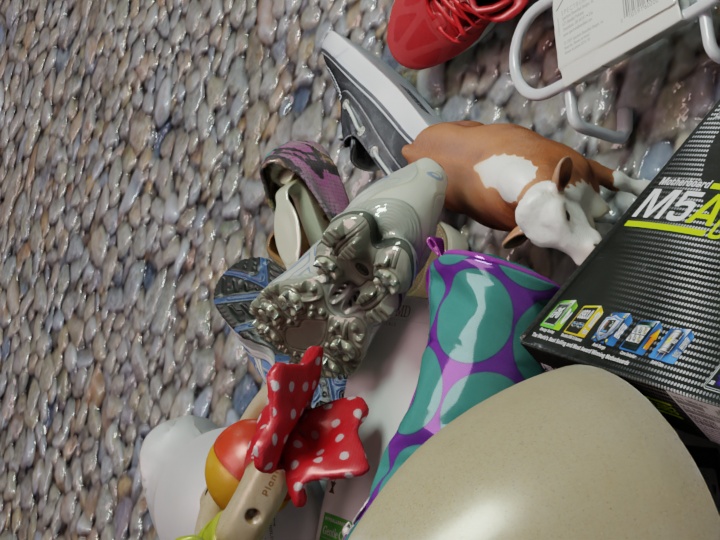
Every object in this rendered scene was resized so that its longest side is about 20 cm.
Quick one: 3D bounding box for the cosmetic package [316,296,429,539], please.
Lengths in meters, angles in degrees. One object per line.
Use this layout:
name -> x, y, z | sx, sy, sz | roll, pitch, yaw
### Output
cosmetic package -> 0.042, 0.121, 1.028 | 0.107, 0.084, 0.203 | 2, 81, 60

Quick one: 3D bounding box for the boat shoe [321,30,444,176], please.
boat shoe -> 0.014, -0.106, 1.174 | 0.068, 0.071, 0.200 | -51, 46, 13

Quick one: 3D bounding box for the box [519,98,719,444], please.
box -> 0.194, -0.009, 0.789 | 0.194, 0.048, 0.200 | -50, 22, -10

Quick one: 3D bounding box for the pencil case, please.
pencil case -> 0.052, 0.090, 0.909 | 0.091, 0.085, 0.202 | 19, 90, 20

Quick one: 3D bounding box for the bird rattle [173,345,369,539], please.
bird rattle -> -0.071, 0.129, 1.023 | 0.163, 0.111, 0.202 | -111, 40, -71

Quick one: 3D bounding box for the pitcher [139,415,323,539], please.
pitcher -> -0.099, 0.201, 1.216 | 0.200, 0.120, 0.174 | 179, 82, -67

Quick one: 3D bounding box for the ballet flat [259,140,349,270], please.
ballet flat -> -0.019, 0.007, 1.108 | 0.069, 0.071, 0.202 | -28, 86, 40

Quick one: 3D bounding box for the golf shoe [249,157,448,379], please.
golf shoe -> 0.000, 0.000, 1.004 | 0.097, 0.078, 0.200 | -52, 6, -33

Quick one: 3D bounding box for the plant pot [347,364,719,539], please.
plant pot -> 0.066, 0.157, 0.763 | 0.200, 0.133, 0.203 | 39, 134, 56

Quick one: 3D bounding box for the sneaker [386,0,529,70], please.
sneaker -> 0.067, -0.189, 1.075 | 0.200, 0.078, 0.116 | -45, 4, 40

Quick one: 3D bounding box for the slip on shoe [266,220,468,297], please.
slip on shoe -> 0.002, -0.011, 1.170 | 0.199, 0.060, 0.077 | 16, 92, 57

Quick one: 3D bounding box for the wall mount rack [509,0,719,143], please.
wall mount rack -> 0.174, -0.179, 0.965 | 0.199, 0.074, 0.176 | -25, 62, 50

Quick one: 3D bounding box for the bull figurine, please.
bull figurine -> 0.105, -0.049, 0.971 | 0.200, 0.120, 0.066 | 33, 106, 56

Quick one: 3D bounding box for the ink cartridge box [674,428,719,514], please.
ink cartridge box -> 0.154, 0.149, 0.876 | 0.116, 0.066, 0.202 | -39, 48, 45

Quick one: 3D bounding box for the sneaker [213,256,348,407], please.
sneaker -> -0.032, 0.074, 1.195 | 0.075, 0.077, 0.201 | -34, 56, -5
